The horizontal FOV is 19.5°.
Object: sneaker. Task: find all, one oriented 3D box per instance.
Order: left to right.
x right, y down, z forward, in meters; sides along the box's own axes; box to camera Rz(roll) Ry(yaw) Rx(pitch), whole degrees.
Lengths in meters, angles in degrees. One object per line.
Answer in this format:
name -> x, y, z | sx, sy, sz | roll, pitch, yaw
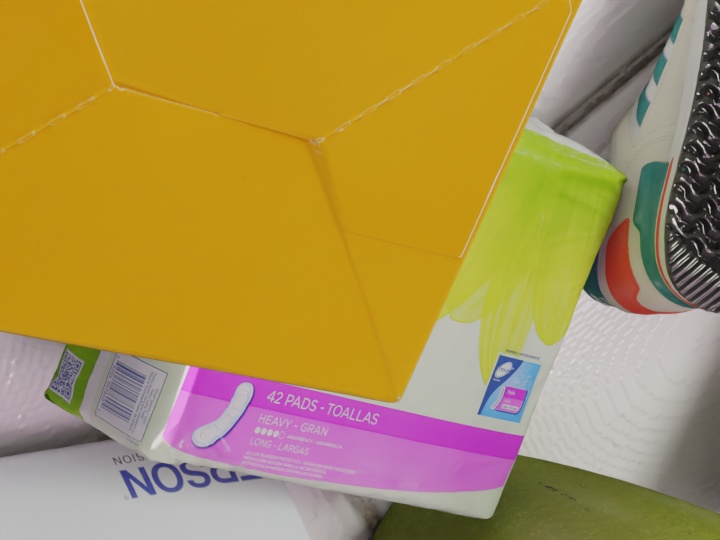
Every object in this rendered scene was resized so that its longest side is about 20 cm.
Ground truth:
sneaker -> 0.135, -0.073, 0.848 | 0.070, 0.093, 0.200 | 25, 71, -25

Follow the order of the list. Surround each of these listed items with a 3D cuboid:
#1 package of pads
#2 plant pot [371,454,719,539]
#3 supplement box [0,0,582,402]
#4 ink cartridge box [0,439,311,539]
package of pads -> 0.000, 0.000, 0.761 | 0.200, 0.068, 0.155 | 15, 98, -47
plant pot -> 0.095, 0.158, 0.849 | 0.187, 0.200, 0.188 | -18, 124, -28
supplement box -> -0.087, -0.079, 0.579 | 0.197, 0.200, 0.133 | 13, 107, -41
ink cartridge box -> -0.086, 0.152, 0.716 | 0.196, 0.200, 0.043 | -7, 145, -35
